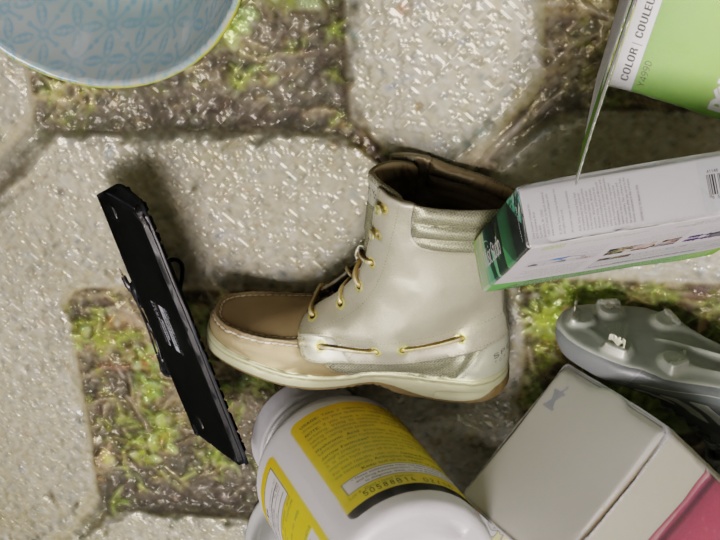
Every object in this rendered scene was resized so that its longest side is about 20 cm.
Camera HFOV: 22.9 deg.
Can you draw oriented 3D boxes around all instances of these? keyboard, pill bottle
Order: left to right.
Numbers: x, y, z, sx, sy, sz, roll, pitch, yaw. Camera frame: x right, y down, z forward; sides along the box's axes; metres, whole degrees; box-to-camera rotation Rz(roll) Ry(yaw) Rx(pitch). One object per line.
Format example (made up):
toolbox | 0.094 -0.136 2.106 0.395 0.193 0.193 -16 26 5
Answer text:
keyboard | -0.117 0.026 1.170 0.104 0.039 0.202 27 141 55
pill bottle | -0.002 0.147 1.132 0.110 0.200 0.112 -9 116 -19

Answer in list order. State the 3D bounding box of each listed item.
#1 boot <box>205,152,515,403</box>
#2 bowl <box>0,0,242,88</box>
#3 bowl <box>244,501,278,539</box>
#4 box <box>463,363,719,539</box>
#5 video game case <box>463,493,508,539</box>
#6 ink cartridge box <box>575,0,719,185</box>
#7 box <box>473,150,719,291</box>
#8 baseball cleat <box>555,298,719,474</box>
boot | 0.000 0.000 1.111 0.198 0.072 0.156 7 128 6
bowl | -0.138 -0.213 0.975 0.198 0.108 0.202 9 127 12
bowl | 0.000 0.243 1.278 0.199 0.091 0.203 9 126 12
box | 0.182 0.172 1.095 0.200 0.128 0.109 42 86 -27
video game case | 0.146 0.215 1.215 0.181 0.023 0.201 -23 117 7
ink cartridge box | 0.169 -0.140 0.871 0.075 0.201 0.149 18 129 4
box | 0.142 -0.026 0.960 0.143 0.200 0.037 -9 82 -4
baseball cleat | 0.211 0.084 1.106 0.198 0.070 0.107 16 128 7
